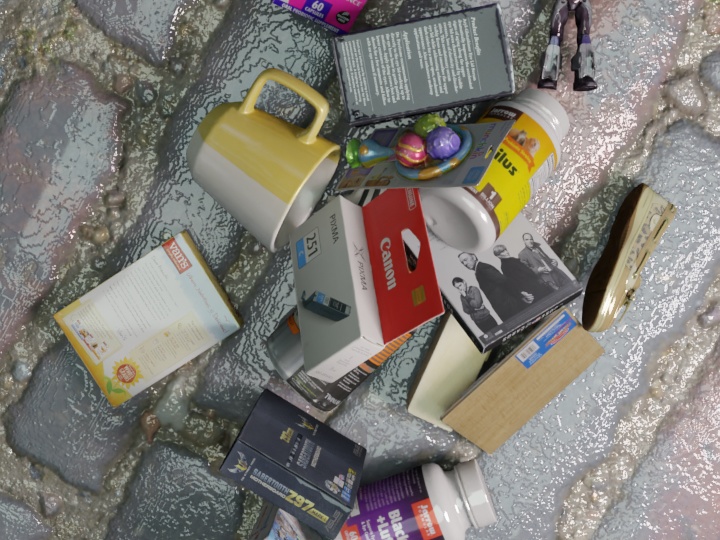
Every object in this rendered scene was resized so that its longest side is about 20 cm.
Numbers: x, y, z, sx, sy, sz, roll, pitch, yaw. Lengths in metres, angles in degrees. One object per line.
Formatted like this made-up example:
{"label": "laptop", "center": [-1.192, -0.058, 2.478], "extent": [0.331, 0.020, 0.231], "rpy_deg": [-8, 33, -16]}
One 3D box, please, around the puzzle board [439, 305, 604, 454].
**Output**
{"label": "puzzle board", "center": [0.200, 0.136, 1.394], "extent": [0.200, 0.151, 0.017], "rpy_deg": [-43, 52, 6]}

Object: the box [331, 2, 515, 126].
{"label": "box", "center": [0.074, -0.238, 1.339], "extent": [0.198, 0.148, 0.105], "rpy_deg": [-11, 96, 3]}

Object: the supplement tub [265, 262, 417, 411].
{"label": "supplement tub", "center": [-0.010, 0.066, 1.391], "extent": [0.200, 0.123, 0.123], "rpy_deg": [-43, 93, 6]}

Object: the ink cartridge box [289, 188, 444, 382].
{"label": "ink cartridge box", "center": [0.000, 0.000, 1.289], "extent": [0.176, 0.201, 0.045], "rpy_deg": [-34, 138, 31]}

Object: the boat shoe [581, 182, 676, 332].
{"label": "boat shoe", "center": [0.326, -0.009, 1.369], "extent": [0.062, 0.073, 0.201], "rpy_deg": [28, 75, -8]}

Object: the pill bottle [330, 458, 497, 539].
{"label": "pill bottle", "center": [0.065, 0.308, 1.422], "extent": [0.198, 0.111, 0.112], "rpy_deg": [-21, 96, 5]}

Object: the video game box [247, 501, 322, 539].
{"label": "video game box", "center": [-0.063, 0.389, 1.403], "extent": [0.047, 0.182, 0.201], "rpy_deg": [-34, 94, 6]}

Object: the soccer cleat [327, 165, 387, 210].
{"label": "soccer cleat", "center": [0.048, -0.117, 1.397], "extent": [0.200, 0.069, 0.085], "rpy_deg": [-40, 65, -1]}

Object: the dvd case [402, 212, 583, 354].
{"label": "dvd case", "center": [0.147, -0.016, 1.354], "extent": [0.150, 0.025, 0.201], "rpy_deg": [-28, 66, -18]}

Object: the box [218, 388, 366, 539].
{"label": "box", "center": [-0.076, 0.229, 1.375], "extent": [0.157, 0.200, 0.051], "rpy_deg": [31, 102, -1]}

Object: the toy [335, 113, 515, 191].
{"label": "toy", "center": [0.065, -0.144, 1.301], "extent": [0.199, 0.116, 0.047], "rpy_deg": [-2, 134, 39]}

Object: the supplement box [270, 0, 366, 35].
{"label": "supplement box", "center": [-0.015, -0.388, 1.297], "extent": [0.101, 0.104, 0.201], "rpy_deg": [22, 126, -16]}

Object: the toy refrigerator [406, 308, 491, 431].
{"label": "toy refrigerator", "center": [0.128, 0.091, 1.412], "extent": [0.069, 0.076, 0.201], "rpy_deg": [24, 97, -1]}

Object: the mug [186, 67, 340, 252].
{"label": "mug", "center": [-0.116, -0.141, 1.369], "extent": [0.153, 0.149, 0.187], "rpy_deg": [33, 93, 7]}

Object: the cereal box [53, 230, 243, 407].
{"label": "cereal box", "center": [-0.268, 0.062, 1.444], "extent": [0.199, 0.040, 0.145], "rpy_deg": [-31, 95, 5]}

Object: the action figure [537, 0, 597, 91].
{"label": "action figure", "center": [0.256, -0.318, 1.362], "extent": [0.129, 0.069, 0.202], "rpy_deg": [3, 93, 11]}

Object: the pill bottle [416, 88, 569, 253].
{"label": "pill bottle", "center": [0.162, -0.123, 1.338], "extent": [0.109, 0.109, 0.200], "rpy_deg": [43, 65, -3]}
